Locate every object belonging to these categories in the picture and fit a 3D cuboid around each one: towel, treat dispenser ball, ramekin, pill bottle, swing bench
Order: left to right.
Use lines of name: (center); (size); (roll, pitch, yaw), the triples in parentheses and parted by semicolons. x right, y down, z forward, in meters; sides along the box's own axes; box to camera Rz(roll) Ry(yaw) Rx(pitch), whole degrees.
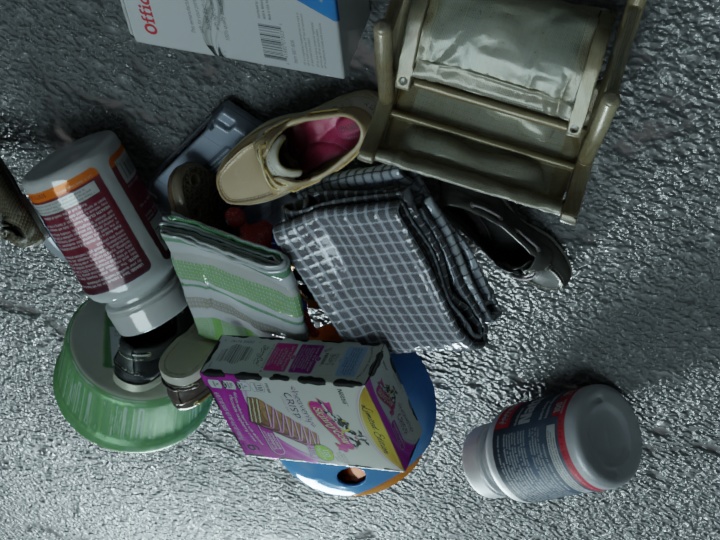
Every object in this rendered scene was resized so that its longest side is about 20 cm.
pill bottle: (-0.265, -0.038, 1.553); (0.114, 0.114, 0.201); (-10, 116, 40)
ramekin: (-0.272, 0.112, 1.764); (0.199, 0.201, 0.098); (20, 141, 1)
towel: (-0.126, 0.030, 1.489); (0.149, 0.031, 0.200); (20, 148, 20)
treat dispenser ball: (-0.012, 0.160, 1.671); (0.200, 0.202, 0.201); (15, 148, 10)
towel: (0.024, -0.004, 1.411); (0.165, 0.086, 0.200); (-4, 130, 42)
swing bench: (0.113, -0.160, 1.195); (0.198, 0.130, 0.200); (17, 153, 5)
pill bottle: (0.217, 0.208, 1.688); (0.119, 0.120, 0.200); (38, 144, -25)

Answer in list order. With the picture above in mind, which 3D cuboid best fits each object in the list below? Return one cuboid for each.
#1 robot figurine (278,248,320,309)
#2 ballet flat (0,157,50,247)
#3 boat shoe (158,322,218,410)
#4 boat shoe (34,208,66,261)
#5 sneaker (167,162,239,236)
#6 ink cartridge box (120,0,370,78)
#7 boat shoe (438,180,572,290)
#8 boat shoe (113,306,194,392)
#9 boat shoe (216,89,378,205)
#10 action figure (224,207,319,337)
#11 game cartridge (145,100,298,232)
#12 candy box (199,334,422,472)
robot figurine: (0.000, 0.000, 1.561); (0.199, 0.058, 0.145); (3, 144, 28)
ballet flat: (-0.396, -0.089, 1.572); (0.200, 0.046, 0.067); (50, 168, 35)
boat shoe: (-0.150, 0.077, 1.629); (0.072, 0.200, 0.060); (19, 136, 27)
boat shoe: (-0.281, -0.024, 1.675); (0.086, 0.075, 0.202); (-11, 138, 42)
sneaker: (-0.171, -0.037, 1.530); (0.075, 0.071, 0.200); (6, 144, 28)
ink cartridge box: (-0.101, -0.253, 1.214); (0.199, 0.084, 0.145); (12, 146, 13)
boat shoe: (0.139, -0.030, 1.435); (0.067, 0.057, 0.200); (-12, 135, 41)
boat shoe: (-0.210, 0.056, 1.649); (0.072, 0.200, 0.068); (18, 129, 23)
boat shoe: (-0.065, -0.112, 1.372); (0.199, 0.069, 0.074); (-26, 97, 28)
action figure: (-0.101, 0.010, 1.533); (0.052, 0.065, 0.201); (16, 142, 35)
game cartridge: (-0.131, -0.095, 1.517); (0.133, 0.042, 0.200); (29, 147, -20)
candy box: (-0.051, 0.137, 1.502); (0.199, 0.061, 0.137); (1, 134, 29)
